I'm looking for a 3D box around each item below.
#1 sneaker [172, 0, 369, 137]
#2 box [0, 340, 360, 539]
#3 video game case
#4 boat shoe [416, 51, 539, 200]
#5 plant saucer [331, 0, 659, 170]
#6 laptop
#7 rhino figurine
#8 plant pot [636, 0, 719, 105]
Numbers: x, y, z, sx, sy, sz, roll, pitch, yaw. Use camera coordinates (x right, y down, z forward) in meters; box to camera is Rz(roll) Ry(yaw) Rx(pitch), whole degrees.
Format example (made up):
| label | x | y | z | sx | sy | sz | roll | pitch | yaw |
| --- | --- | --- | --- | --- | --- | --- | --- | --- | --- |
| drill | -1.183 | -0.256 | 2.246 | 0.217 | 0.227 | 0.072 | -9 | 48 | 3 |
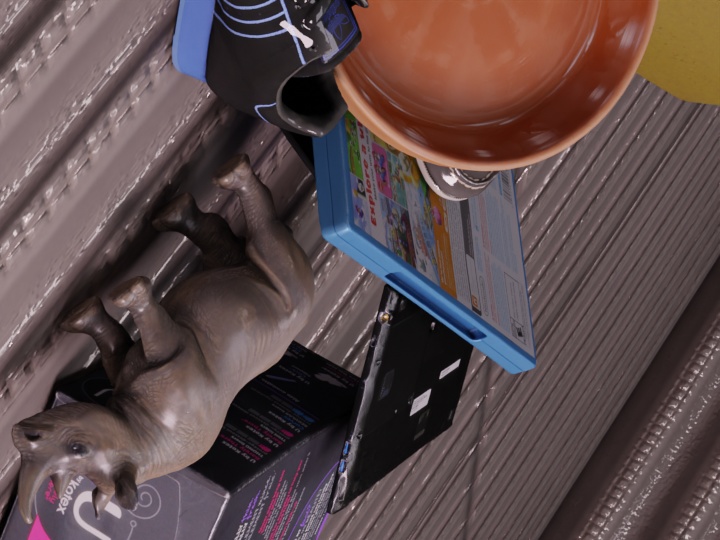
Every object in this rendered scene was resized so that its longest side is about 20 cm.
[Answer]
| label | x | y | z | sx | sy | sz | roll | pitch | yaw |
| --- | --- | --- | --- | --- | --- | --- | --- | --- | --- |
| sneaker | -0.033 | -0.133 | 0.944 | 0.070 | 0.078 | 0.200 | -53 | 164 | -27 |
| box | -0.088 | 0.111 | 1.169 | 0.123 | 0.106 | 0.200 | -67 | 165 | 20 |
| video game case | 0.032 | -0.045 | 1.145 | 0.200 | 0.018 | 0.144 | 36 | 43 | -52 |
| boat shoe | 0.066 | -0.136 | 1.118 | 0.067 | 0.057 | 0.201 | 10 | 84 | -35 |
| plant saucer | 0.055 | -0.148 | 1.069 | 0.201 | 0.200 | 0.032 | -57 | -154 | -13 |
| laptop | 0.000 | 0.000 | 1.203 | 0.177 | 0.103 | 0.201 | -27 | 134 | -65 |
| rhino figurine | -0.091 | 0.043 | 1.043 | 0.060 | 0.088 | 0.200 | -14 | -149 | 54 |
| plant pot | 0.223 | -0.214 | 1.386 | 0.200 | 0.194 | 0.196 | -41 | -153 | 49 |
